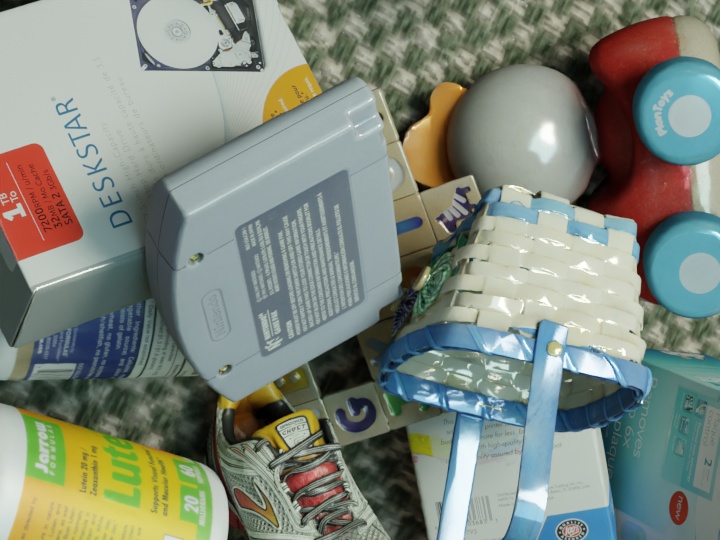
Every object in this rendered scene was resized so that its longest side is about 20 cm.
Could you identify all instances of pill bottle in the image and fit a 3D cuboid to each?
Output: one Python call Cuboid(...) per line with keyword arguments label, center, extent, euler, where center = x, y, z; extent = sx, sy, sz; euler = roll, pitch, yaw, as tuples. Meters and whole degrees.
Cuboid(label="pill bottle", center=(-0.117, 0.004, 1.355), extent=(0.199, 0.111, 0.112), euler=(-1, 100, -19))
Cuboid(label="pill bottle", center=(-0.185, 0.139, 1.359), extent=(0.200, 0.111, 0.111), euler=(19, 91, -28))

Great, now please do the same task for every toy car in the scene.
Cuboid(label="toy car", center=(0.126, -0.061, 1.467), extent=(0.199, 0.184, 0.178), euler=(-4, 105, 5))

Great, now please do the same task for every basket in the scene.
Cuboid(label="basket", center=(0.080, 0.068, 1.331), extent=(0.139, 0.176, 0.201), euler=(9, 71, -12))

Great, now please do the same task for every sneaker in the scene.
Cuboid(label="sneaker", center=(-0.039, 0.129, 1.371), extent=(0.078, 0.200, 0.082), euler=(-13, 122, -27))

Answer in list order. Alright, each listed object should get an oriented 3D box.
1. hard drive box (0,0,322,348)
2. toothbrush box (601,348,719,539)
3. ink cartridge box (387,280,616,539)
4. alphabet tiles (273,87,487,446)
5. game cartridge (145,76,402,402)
Cuboid(label="hard drive box", center=(-0.123, -0.069, 1.279), extent=(0.200, 0.077, 0.156), euler=(-21, 74, -25))
Cuboid(label="toothbrush box", center=(0.225, 0.139, 1.509), extent=(0.085, 0.200, 0.147), euler=(5, 99, -27))
Cuboid(label="ink cartridge box", center=(0.087, 0.086, 1.480), extent=(0.116, 0.067, 0.201), euler=(-9, 106, 8))
Cuboid(label="alphabet tiles", center=(0.000, 0.000, 1.425), extent=(0.167, 0.008, 0.201), euler=(-18, 103, 11))
Cuboid(label="game cartridge", center=(-0.045, -0.010, 1.243), extent=(0.133, 0.042, 0.200), euler=(-25, 151, -10))
